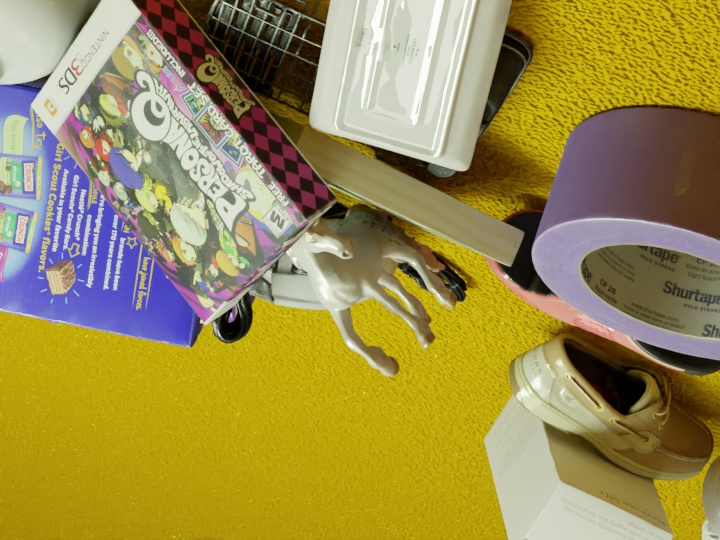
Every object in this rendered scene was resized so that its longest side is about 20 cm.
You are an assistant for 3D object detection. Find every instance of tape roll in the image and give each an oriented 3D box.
[{"bbox_3d":[0.219,-0.021,1.538,0.199,0.085,0.200,17,159,7],"label":"tape roll"}]

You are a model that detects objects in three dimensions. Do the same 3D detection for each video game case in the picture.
[{"bbox_3d":[-0.122,-0.080,1.550,0.200,0.036,0.181,52,146,2],"label":"video game case"}]

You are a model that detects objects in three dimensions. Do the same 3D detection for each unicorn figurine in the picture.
[{"bbox_3d":[0.000,0.000,1.623,0.137,0.074,0.200,48,-172,-6],"label":"unicorn figurine"}]

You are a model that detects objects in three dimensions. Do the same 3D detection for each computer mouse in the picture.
[{"bbox_3d":[-0.003,-0.016,1.811,0.200,0.034,0.059,26,157,-17],"label":"computer mouse"},{"bbox_3d":[-0.032,-0.007,1.707,0.200,0.110,0.044,-8,-156,-44],"label":"computer mouse"}]

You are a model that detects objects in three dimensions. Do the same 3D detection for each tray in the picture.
[{"bbox_3d":[0.030,-0.139,1.400,0.107,0.022,0.200,17,136,5],"label":"tray"}]

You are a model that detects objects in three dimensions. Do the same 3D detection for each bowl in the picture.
[{"bbox_3d":[-0.274,-0.181,1.571,0.201,0.091,0.201,17,158,7],"label":"bowl"}]

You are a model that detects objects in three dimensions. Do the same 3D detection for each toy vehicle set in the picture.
[{"bbox_3d":[0.003,-0.063,1.607,0.200,0.027,0.124,24,-179,-33],"label":"toy vehicle set"}]

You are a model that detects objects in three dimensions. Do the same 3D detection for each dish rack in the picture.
[{"bbox_3d":[-0.003,-0.133,1.503,0.200,0.055,0.153,23,157,-4],"label":"dish rack"}]

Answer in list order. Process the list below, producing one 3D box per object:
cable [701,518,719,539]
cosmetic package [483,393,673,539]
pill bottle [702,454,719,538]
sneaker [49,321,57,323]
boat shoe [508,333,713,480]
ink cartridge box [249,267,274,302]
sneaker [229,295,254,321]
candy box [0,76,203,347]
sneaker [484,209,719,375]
[{"bbox_3d":[0.400,0.248,2.052,0.199,0.069,0.200,16,159,7],"label":"cable"},{"bbox_3d":[0.175,0.176,1.908,0.113,0.081,0.200,25,-162,-16],"label":"cosmetic package"},{"bbox_3d":[0.361,0.169,1.834,0.113,0.113,0.200,28,158,-20],"label":"pill bottle"},{"bbox_3d":[-0.236,-0.006,1.963,0.080,0.089,0.200,28,156,-16],"label":"sneaker"},{"bbox_3d":[0.214,0.110,1.875,0.200,0.074,0.066,23,134,-28],"label":"boat shoe"},{"bbox_3d":[-0.142,-0.057,1.745,0.200,0.094,0.044,20,-160,0],"label":"ink cartridge box"},{"bbox_3d":[-0.152,-0.023,1.828,0.200,0.089,0.080,32,157,-26],"label":"sneaker"},{"bbox_3d":[-0.200,-0.047,1.689,0.199,0.170,0.077,12,-165,3],"label":"candy box"},{"bbox_3d":[0.180,0.013,1.701,0.200,0.074,0.087,27,172,-7],"label":"sneaker"}]
